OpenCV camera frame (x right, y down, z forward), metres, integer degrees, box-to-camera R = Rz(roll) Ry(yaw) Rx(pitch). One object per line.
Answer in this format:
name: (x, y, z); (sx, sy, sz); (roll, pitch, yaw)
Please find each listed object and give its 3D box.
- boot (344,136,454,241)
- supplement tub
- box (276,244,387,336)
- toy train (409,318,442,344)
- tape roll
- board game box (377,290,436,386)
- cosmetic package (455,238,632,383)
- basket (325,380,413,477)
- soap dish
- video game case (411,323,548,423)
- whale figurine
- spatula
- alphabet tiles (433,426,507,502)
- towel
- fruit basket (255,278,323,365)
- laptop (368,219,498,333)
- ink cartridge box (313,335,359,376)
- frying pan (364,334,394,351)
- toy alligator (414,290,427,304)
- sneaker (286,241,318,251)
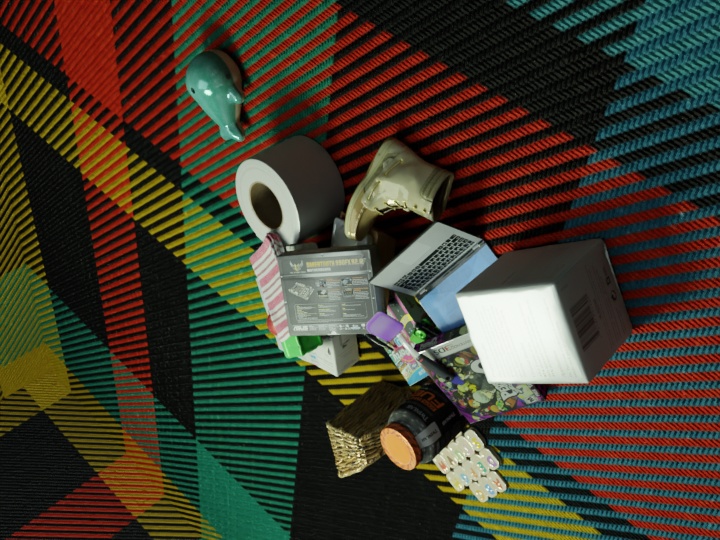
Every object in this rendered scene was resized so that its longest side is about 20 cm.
boot: (0.069, -0.118, 1.425); (0.154, 0.072, 0.203); (33, 99, 25)
supplement tub: (0.138, 0.304, 1.599); (0.121, 0.199, 0.125); (28, 135, 32)
box: (-0.053, 0.039, 1.496); (0.195, 0.048, 0.162); (-4, 101, 23)
toy train: (0.184, 0.160, 1.524); (0.197, 0.042, 0.057); (30, 142, 1)
tape roll: (-0.148, -0.162, 1.648); (0.201, 0.138, 0.206); (29, 135, 33)
board game box: (0.099, 0.120, 1.628); (0.202, 0.064, 0.147); (55, 145, 4)
cosmetic package: (0.293, 0.067, 1.262); (0.198, 0.165, 0.170); (-8, 110, 48)
basket: (0.043, 0.369, 1.762); (0.141, 0.199, 0.152); (10, 122, 43)
soap dish: (0.000, 0.000, 1.574); (0.157, 0.080, 0.205); (33, 121, 56)
video game case: (0.221, 0.189, 1.470); (0.179, 0.036, 0.201); (-25, 115, 38)
whale figurine: (-0.315, -0.373, 1.721); (0.157, 0.103, 0.204); (15, 127, 43)
spatula: (0.095, 0.145, 1.451); (0.199, 0.021, 0.057); (39, 123, -10)
alphabet tiles: (0.230, 0.416, 1.730); (0.197, 0.014, 0.201); (50, 143, 10)
towel: (-0.175, 0.038, 1.646); (0.146, 0.029, 0.204); (-43, 65, 57)
fruit basket: (-0.163, 0.112, 1.791); (0.199, 0.092, 0.189); (18, 128, 62)
laptop: (0.154, 0.032, 1.409); (0.187, 0.197, 0.118); (-42, 50, 32)
ink cartridge box: (-0.087, 0.121, 1.831); (0.145, 0.082, 0.204); (21, 131, 40)
frying pan: (-0.022, 0.112, 1.654); (0.188, 0.031, 0.114); (20, 173, 40)
toy alligator: (0.143, 0.044, 1.520); (0.054, 0.059, 0.203); (-20, 100, 54)
sneaker: (-0.103, 0.005, 1.633); (0.077, 0.200, 0.092); (-7, 77, 17)
